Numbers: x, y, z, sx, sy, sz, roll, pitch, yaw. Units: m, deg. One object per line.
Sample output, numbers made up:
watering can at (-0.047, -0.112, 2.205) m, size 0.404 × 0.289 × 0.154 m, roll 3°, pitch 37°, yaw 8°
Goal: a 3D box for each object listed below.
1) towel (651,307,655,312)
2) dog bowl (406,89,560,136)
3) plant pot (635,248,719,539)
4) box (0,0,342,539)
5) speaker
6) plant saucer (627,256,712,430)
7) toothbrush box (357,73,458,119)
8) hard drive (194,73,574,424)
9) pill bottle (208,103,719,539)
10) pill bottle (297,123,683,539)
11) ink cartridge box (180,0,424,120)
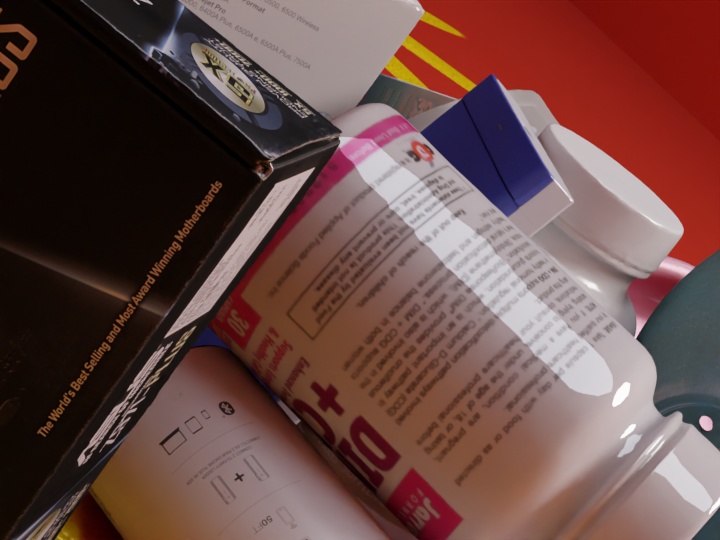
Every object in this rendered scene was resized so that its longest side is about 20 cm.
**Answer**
towel at (0.108, 0.012, 1.114) m, size 0.199 × 0.024 × 0.145 m, roll 1°, pitch 6°, yaw 20°
dog bowl at (0.047, -0.010, 0.953) m, size 0.200 × 0.200 × 0.059 m, roll 14°, pitch 39°, yaw -54°
plant pot at (0.191, 0.086, 0.800) m, size 0.200 × 0.201 × 0.134 m, roll 45°, pitch 36°, yaw 23°
box at (-0.132, -0.011, 0.548) m, size 0.164 × 0.200 × 0.086 m, roll 39°, pitch 16°, yaw 5°
speaker at (-0.020, 0.122, 0.641) m, size 0.200 × 0.081 × 0.081 m, roll 46°, pitch 18°, yaw 29°
plant saucer at (0.152, 0.092, 0.971) m, size 0.200 × 0.201 × 0.051 m, roll 34°, pitch -23°, yaw -13°
toothbrush box at (0.081, -0.066, 1.263) m, size 0.146 × 0.086 × 0.200 m, roll 26°, pitch 0°, yaw -35°
hard drive at (0.000, 0.000, 0.800) m, size 0.025 × 0.200 × 0.132 m, roll 47°, pitch 12°, yaw -23°
pill bottle at (0.040, 0.042, 0.668) m, size 0.200 × 0.114 × 0.113 m, roll 44°, pitch 17°, yaw 10°
pill bottle at (0.062, 0.033, 0.841) m, size 0.111 × 0.200 × 0.111 m, roll 34°, pitch 16°, yaw -11°
ink cartridge box at (-0.096, -0.121, 0.925) m, size 0.144 × 0.200 × 0.147 m, roll 24°, pitch 21°, yaw -38°
